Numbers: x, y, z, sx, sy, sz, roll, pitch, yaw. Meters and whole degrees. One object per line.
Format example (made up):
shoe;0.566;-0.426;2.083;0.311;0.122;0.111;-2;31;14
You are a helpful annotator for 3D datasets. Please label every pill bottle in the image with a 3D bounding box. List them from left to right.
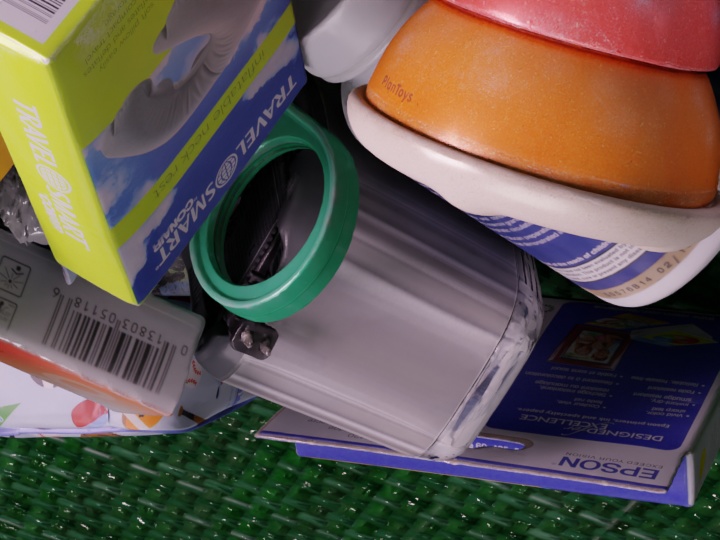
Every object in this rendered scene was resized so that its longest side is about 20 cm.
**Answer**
pill bottle;0.062;-0.077;1.134;0.199;0.112;0.111;31;148;-26

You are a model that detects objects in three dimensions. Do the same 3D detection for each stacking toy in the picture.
stacking toy;0.087;-0.119;0.986;0.145;0.201;0.146;16;-167;-4

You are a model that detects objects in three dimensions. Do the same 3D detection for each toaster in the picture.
toaster;0.000;0.000;1.211;0.129;0.200;0.114;25;110;-17

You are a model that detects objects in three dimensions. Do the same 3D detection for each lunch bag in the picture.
lunch bag;-0.152;0.034;1.426;0.199;0.076;0.160;6;-166;21

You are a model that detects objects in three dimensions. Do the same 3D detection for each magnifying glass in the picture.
magnifying glass;-0.048;-0.064;1.134;0.079;0.201;0.022;-38;135;24

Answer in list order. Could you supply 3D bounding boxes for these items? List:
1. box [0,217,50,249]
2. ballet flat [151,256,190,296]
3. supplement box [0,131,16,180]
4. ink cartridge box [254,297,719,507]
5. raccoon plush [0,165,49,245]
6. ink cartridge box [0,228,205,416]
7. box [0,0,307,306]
box;-0.219;-0.075;1.241;0.198;0.106;0.184;14;172;4
ballet flat;-0.141;-0.033;1.370;0.198;0.075;0.074;6;150;12
supplement box;-0.269;-0.044;1.033;0.133;0.198;0.200;35;-174;-45
ink cartridge box;0.074;0.067;1.314;0.196;0.200;0.047;7;115;18
raccoon plush;-0.138;-0.128;1.068;0.096;0.201;0.134;-23;153;5
ink cartridge box;-0.177;0.013;1.175;0.161;0.050;0.200;25;165;-23
box;-0.077;-0.075;1.007;0.047;0.122;0.200;29;159;19
